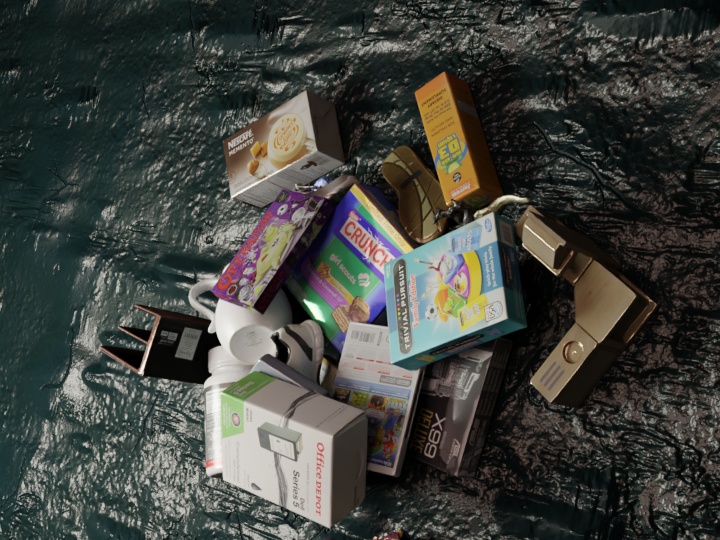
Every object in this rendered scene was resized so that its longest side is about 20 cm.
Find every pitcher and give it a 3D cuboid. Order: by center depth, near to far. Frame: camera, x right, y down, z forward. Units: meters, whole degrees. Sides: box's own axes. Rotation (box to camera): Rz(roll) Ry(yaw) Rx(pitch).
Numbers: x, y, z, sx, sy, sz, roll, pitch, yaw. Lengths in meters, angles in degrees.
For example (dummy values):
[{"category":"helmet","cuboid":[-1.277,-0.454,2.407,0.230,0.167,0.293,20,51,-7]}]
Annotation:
[{"category":"pitcher","cuboid":[-0.195,0.063,1.626,0.169,0.122,0.201,-17,35,4]}]

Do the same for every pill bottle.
[{"category":"pill bottle","cuboid":[-0.197,0.229,1.652,0.113,0.113,0.203,-17,69,35]}]

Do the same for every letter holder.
[{"category":"letter holder","cuboid":[-0.318,0.119,1.719,0.141,0.199,0.102,20,91,40]}]

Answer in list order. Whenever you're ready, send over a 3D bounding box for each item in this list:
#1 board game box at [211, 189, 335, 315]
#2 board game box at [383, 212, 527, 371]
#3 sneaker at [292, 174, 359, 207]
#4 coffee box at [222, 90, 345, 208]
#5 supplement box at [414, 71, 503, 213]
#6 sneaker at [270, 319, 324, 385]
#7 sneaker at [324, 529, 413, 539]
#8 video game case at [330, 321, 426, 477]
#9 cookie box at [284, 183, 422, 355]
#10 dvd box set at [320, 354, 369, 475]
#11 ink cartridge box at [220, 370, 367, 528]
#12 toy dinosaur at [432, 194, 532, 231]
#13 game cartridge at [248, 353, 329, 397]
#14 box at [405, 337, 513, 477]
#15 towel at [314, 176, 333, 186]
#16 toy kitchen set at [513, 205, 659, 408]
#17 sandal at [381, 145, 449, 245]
[{"category":"board game box","cuboid":[-0.133,-0.032,1.545,0.119,0.032,0.201,11,63,52]},{"category":"board game box","cuboid":[0.121,0.031,1.368,0.199,0.047,0.153,-25,57,37]},{"category":"sneaker","cuboid":[-0.085,-0.111,1.637,0.199,0.074,0.083,-29,67,33]},{"category":"coffee box","cuboid":[-0.132,-0.202,1.723,0.198,0.079,0.116,-24,65,32]},{"category":"supplement box","cuboid":[0.144,-0.189,1.508,0.066,0.068,0.203,-30,64,32]},{"category":"sneaker","cuboid":[-0.100,0.178,1.534,0.073,0.079,0.203,-7,86,52]},{"category":"sneaker","cuboid":[0.032,0.408,1.459,0.198,0.075,0.091,16,81,34]},{"category":"video game case","cuboid":[0.019,0.179,1.444,0.142,0.018,0.203,6,75,37]},{"category":"cookie box","cuboid":[0.000,0.000,1.552,0.171,0.075,0.201,48,111,23]},{"category":"dvd box set","cuboid":[-0.036,0.232,1.538,0.200,0.029,0.148,33,102,55]},{"category":"ink cartridge box","cuboid":[-0.094,0.245,1.415,0.198,0.084,0.148,15,116,31]},{"category":"toy dinosaur","cuboid":[0.153,-0.068,1.422,0.200,0.087,0.048,129,159,-54]},{"category":"game cartridge","cuboid":[-0.124,0.227,1.505,0.132,0.040,0.202,28,121,19]},{"category":"box","cuboid":[0.117,0.173,1.452,0.156,0.049,0.203,18,92,41]},{"category":"towel","cuboid":[-0.063,-0.038,1.666,0.145,0.024,0.201,-42,57,24]},{"category":"toy kitchen set","cuboid":[0.235,0.037,1.318,0.181,0.162,0.200,-54,52,15]},{"category":"sandal","cuboid":[0.090,-0.113,1.545,0.080,0.054,0.201,-36,44,11]}]
